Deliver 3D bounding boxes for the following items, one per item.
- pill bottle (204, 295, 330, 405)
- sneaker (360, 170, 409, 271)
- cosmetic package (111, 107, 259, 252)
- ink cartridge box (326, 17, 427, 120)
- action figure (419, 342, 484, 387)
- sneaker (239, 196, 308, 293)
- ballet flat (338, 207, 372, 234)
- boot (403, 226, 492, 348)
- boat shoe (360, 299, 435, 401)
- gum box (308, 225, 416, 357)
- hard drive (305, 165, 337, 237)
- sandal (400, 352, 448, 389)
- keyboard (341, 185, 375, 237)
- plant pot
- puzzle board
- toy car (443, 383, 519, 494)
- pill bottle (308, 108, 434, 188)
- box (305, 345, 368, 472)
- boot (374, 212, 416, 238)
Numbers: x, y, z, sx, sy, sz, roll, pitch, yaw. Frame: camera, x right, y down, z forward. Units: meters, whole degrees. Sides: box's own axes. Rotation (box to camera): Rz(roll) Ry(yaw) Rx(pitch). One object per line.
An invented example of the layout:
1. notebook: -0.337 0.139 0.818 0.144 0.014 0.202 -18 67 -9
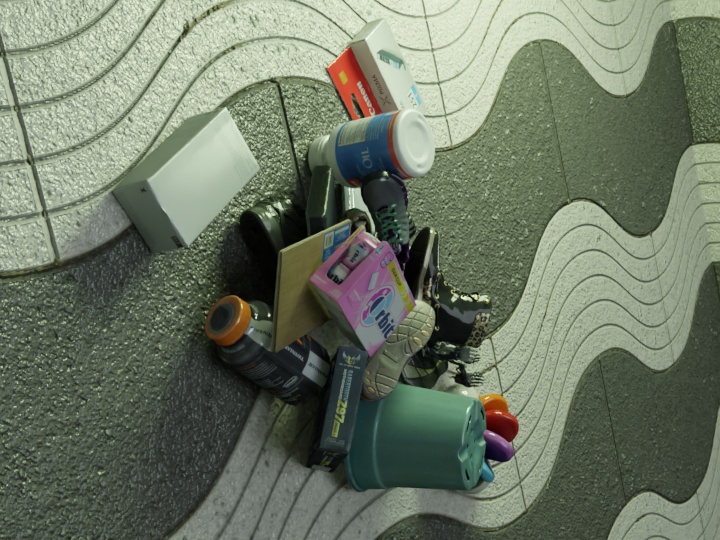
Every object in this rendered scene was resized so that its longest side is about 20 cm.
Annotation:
1. pill bottle: -0.141 0.114 1.447 0.200 0.106 0.107 41 54 -42
2. sneaker: 0.053 -0.080 1.582 0.200 0.074 0.088 64 11 -58
3. cosmetic package: -0.242 -0.129 1.374 0.200 0.081 0.113 -51 124 -41
4. ink cartridge box: 0.036 -0.333 1.790 0.201 0.044 0.177 61 42 -26
5. action figure: 0.166 0.127 1.773 0.200 0.101 0.120 48 36 -43
6. sneaker: -0.104 -0.029 1.540 0.114 0.076 0.201 -40 111 -40
7. ballet flat: 0.000 0.000 1.578 0.067 0.075 0.202 -7 97 -14
8. boot: 0.152 0.036 1.685 0.149 0.073 0.202 12 80 -21
9. boat shoe: 0.051 0.130 1.583 0.076 0.072 0.200 40 62 -1
10. gum box: 0.006 0.031 1.462 0.114 0.066 0.200 -47 149 -12
11. hard drive: -0.056 -0.045 1.540 0.140 0.033 0.201 -85 172 -51
12. sandal: 0.110 0.181 1.808 0.201 0.057 0.081 -9 83 -67
13. keyboard: -0.003 -0.093 1.670 0.056 0.011 0.202 10 58 -21
14. plant pot: 0.099 0.278 1.622 0.200 0.194 0.202 2 90 -68
15. puzzle board: -0.073 0.018 1.424 0.200 0.017 0.152 -30 130 -58
16. toy car: 0.228 0.323 1.859 0.175 0.149 0.201 51 48 -35
17. pill bottle: 0.014 -0.196 1.615 0.112 0.199 0.113 11 76 -50
18. box: -0.038 0.219 1.511 0.051 0.200 0.159 12 68 -5
19. boot: 0.051 -0.016 1.735 0.158 0.079 0.212 -53 124 -42
